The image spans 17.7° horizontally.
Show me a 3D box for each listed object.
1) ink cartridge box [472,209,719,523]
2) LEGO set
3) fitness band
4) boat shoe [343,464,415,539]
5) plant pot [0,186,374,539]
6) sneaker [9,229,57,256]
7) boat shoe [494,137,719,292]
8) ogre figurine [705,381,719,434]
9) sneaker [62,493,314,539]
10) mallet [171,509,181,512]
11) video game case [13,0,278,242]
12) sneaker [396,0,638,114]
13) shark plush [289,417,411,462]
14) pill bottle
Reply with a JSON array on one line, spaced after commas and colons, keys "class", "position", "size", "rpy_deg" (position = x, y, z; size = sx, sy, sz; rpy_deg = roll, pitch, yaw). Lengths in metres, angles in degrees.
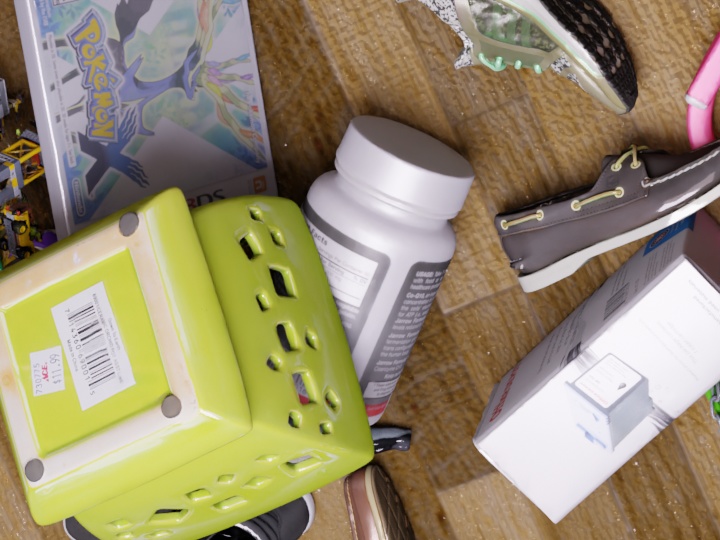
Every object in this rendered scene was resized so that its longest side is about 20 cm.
[{"class": "ink cartridge box", "position": [0.183, 0.061, 1.603], "size": [0.086, 0.146, 0.200], "rpy_deg": [43, 110, -4]}, {"class": "LEGO set", "position": [-0.269, -0.067, 1.679], "size": [0.199, 0.116, 0.155], "rpy_deg": [16, 129, 40]}, {"class": "fitness band", "position": [0.308, -0.129, 1.582], "size": [0.143, 0.037, 0.201], "rpy_deg": [31, 110, 2]}, {"class": "boat shoe", "position": [0.012, 0.245, 1.730], "size": [0.067, 0.072, 0.201], "rpy_deg": [-9, 105, 13]}, {"class": "plant pot", "position": [-0.134, 0.063, 1.535], "size": [0.198, 0.181, 0.201], "rpy_deg": [-25, 71, 21]}, {"class": "sneaker", "position": [-0.225, 0.071, 1.717], "size": [0.069, 0.100, 0.201], "rpy_deg": [-10, 99, 15]}, {"class": "boat shoe", "position": [0.180, -0.051, 1.601], "size": [0.201, 0.072, 0.061], "rpy_deg": [-28, 94, 30]}, {"class": "ogre figurine", "position": [0.348, 0.121, 1.615], "size": [0.199, 0.098, 0.121], "rpy_deg": [-5, 86, -2]}, {"class": "sneaker", "position": [-0.141, 0.194, 1.735], "size": [0.199, 0.099, 0.071], "rpy_deg": [-2, 106, 14]}, {"class": "mallet", "position": [-0.109, 0.101, 1.673], "size": [0.065, 0.201, 0.041], "rpy_deg": [-4, 148, 1]}, {"class": "video game case", "position": [-0.147, -0.124, 1.622], "size": [0.022, 0.182, 0.201], "rpy_deg": [8, 111, 51]}, {"class": "sneaker", "position": [0.105, -0.167, 1.607], "size": [0.200, 0.077, 0.089], "rpy_deg": [41, 122, 5]}, {"class": "shark plush", "position": [-0.064, 0.107, 1.715], "size": [0.199, 0.091, 0.084], "rpy_deg": [7, 76, 16]}, {"class": "pill bottle", "position": [0.000, 0.000, 1.644], "size": [0.113, 0.114, 0.201], "rpy_deg": [25, 108, 5]}]
